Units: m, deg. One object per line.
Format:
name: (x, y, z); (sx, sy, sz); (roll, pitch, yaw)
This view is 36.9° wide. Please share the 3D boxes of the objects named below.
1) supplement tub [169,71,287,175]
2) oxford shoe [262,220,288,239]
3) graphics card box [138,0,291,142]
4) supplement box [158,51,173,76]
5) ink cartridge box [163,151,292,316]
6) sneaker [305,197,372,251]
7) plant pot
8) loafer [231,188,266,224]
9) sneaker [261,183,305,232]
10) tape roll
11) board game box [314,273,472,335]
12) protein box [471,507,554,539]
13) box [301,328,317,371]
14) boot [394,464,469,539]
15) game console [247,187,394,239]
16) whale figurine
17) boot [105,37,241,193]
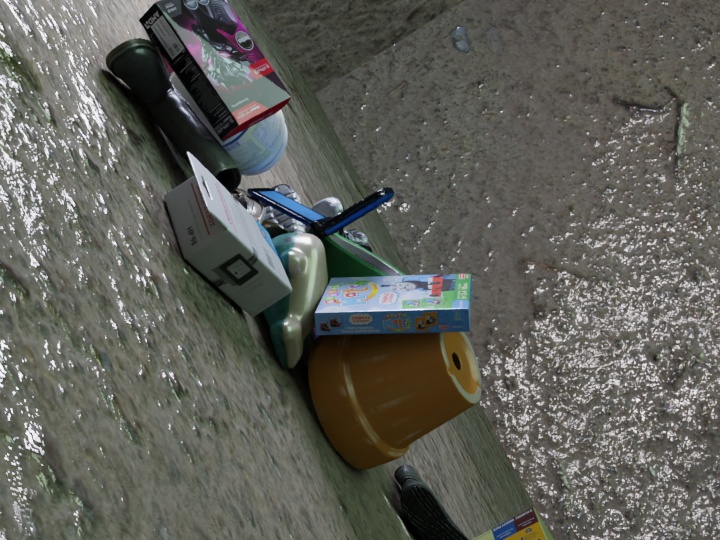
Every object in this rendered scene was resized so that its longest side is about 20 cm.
supplement tub: (-0.199, -0.229, 1.638); (0.145, 0.145, 0.200); (61, 7, 17)
oxford shoe: (-0.135, -0.031, 1.607); (0.071, 0.071, 0.200); (57, -5, 22)
graphics card box: (-0.196, -0.288, 1.478); (0.200, 0.051, 0.125); (55, 44, -3)
supplement box: (-0.272, -0.371, 1.889); (0.131, 0.103, 0.200); (64, 9, 23)
ink cartridge box: (-0.174, -0.043, 1.340); (0.200, 0.067, 0.116); (48, 13, -50)
sneaker: (-0.035, -0.060, 1.873); (0.076, 0.114, 0.200); (53, -34, 29)
plant pot: (0.058, 0.151, 1.480); (0.200, 0.183, 0.200); (47, 31, -40)
loafer: (-0.180, -0.084, 1.535); (0.063, 0.072, 0.200); (39, 6, -15)
sneaker: (-0.113, -0.045, 1.829); (0.116, 0.075, 0.200); (63, 8, -51)
tape roll: (0.000, 0.000, 1.668); (0.200, 0.048, 0.200); (30, 6, -4)
board game box: (0.048, 0.045, 1.454); (0.151, 0.200, 0.037); (-70, 156, -71)
protein box: (0.317, 0.576, 1.928); (0.199, 0.135, 0.200); (57, 7, -19)
box: (-0.051, 0.125, 1.645); (0.200, 0.036, 0.143); (48, 14, -53)
boot: (0.120, 0.390, 1.641); (0.200, 0.068, 0.131); (60, 1, -4)
game console: (-0.053, -0.115, 1.612); (0.118, 0.171, 0.200); (59, 7, -2)
whale figurine: (-0.104, 0.037, 1.465); (0.200, 0.104, 0.159); (-80, 169, -45)
boot: (-0.247, -0.200, 1.449); (0.200, 0.073, 0.182); (60, 7, 16)
